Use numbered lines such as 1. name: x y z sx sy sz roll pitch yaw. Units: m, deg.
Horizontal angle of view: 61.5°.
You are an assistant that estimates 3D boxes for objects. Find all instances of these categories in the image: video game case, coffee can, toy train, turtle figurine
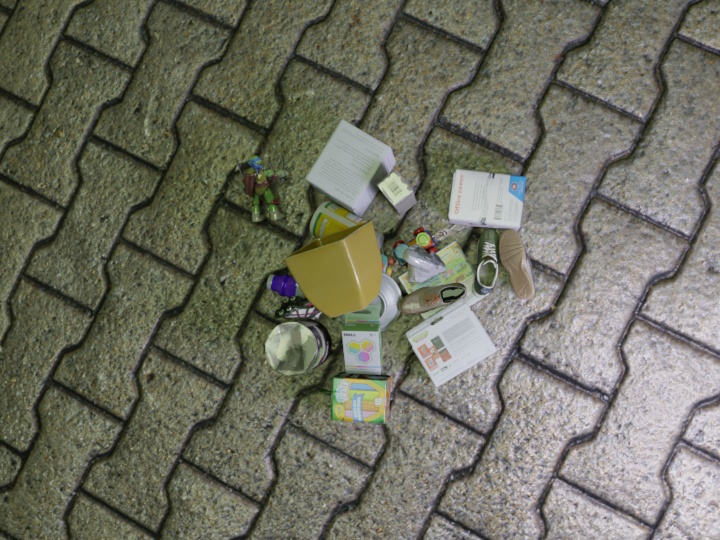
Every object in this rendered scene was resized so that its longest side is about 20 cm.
1. video game case: 0.239 0.043 1.749 0.200 0.023 0.182 -33 83 6
2. coffee can: -0.172 0.214 1.709 0.146 0.200 0.147 0 87 9
3. toy train: 0.000 0.000 1.769 0.200 0.056 0.150 -41 82 5
4. toy train: 0.184 -0.088 1.716 0.200 0.116 0.085 -33 83 5
5. turtle figurine: -0.284 -0.253 1.818 0.143 0.200 0.195 -12 106 -14

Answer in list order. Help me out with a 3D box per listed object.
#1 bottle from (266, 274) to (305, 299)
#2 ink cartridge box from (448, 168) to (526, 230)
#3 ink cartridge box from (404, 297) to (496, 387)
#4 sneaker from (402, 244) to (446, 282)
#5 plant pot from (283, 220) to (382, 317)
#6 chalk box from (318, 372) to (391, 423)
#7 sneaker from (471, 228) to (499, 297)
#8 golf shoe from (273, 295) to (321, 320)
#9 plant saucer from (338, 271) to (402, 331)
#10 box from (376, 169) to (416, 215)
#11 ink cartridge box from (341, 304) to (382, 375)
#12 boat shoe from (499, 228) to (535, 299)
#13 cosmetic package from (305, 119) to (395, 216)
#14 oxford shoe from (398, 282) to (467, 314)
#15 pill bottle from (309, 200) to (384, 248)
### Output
1. bottle: -0.176 0.056 1.781 0.199 0.065 0.084 13 119 10
2. ink cartridge box: 0.356 -0.198 1.713 0.199 0.084 0.147 9 88 10
3. ink cartridge box: 0.251 0.199 1.705 0.199 0.084 0.176 -31 85 5
4. sneaker: 0.161 -0.006 1.659 0.099 0.200 0.078 -43 60 17
5. plant pot: -0.050 0.007 1.613 0.193 0.195 0.201 -16 101 28
6. chalk box: -0.019 0.359 1.718 0.199 0.125 0.125 1 87 10
7. sneaker: 0.360 -0.027 1.688 0.067 0.090 0.201 12 80 -1
8. golf shoe: -0.163 0.113 1.730 0.199 0.077 0.088 -21 124 31
9. plant saucer: 0.021 0.096 1.729 0.199 0.050 0.201 0 108 2
10. box: 0.104 -0.214 1.693 0.068 0.200 0.082 -39 81 5
11. ink cartridge box: 0.005 0.197 1.710 0.103 0.059 0.201 1 117 9
12. boat shoe: 0.443 -0.018 1.701 0.072 0.065 0.201 -21 83 25
13. cosmetic package: -0.025 -0.288 1.734 0.167 0.166 0.200 33 91 9
14. oxford shoe: 0.202 0.075 1.700 0.199 0.075 0.071 -19 85 4
15. pill bottle: -0.037 -0.110 1.742 0.199 0.113 0.113 28 91 16
